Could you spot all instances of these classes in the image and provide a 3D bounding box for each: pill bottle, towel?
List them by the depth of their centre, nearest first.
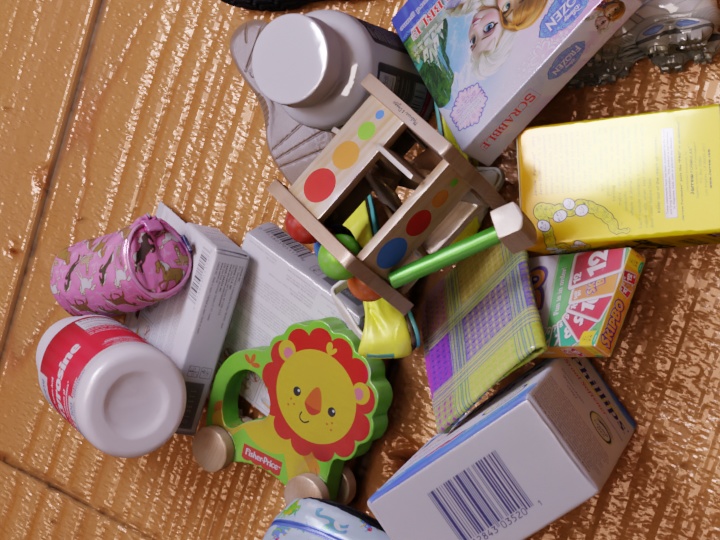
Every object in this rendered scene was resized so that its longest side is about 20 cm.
[{"bbox_3d":[0.110,0.044,1.378,0.144,0.023,0.201,-46,27,27],"label":"towel"},{"bbox_3d":[-0.016,-0.184,1.428,0.110,0.200,0.112,-2,87,28],"label":"pill bottle"},{"bbox_3d":[-0.261,0.109,1.531,0.200,0.111,0.113,22,100,60],"label":"pill bottle"}]

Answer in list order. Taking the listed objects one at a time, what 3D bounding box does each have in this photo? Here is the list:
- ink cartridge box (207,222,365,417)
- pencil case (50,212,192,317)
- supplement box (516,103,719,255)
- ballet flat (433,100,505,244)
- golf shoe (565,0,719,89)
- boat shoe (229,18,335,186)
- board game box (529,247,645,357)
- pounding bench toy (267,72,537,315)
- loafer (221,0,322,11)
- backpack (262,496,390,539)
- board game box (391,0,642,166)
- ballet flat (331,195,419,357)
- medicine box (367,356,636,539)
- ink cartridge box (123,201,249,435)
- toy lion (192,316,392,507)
[{"bbox_3d":[-0.077,0.077,1.553,0.162,0.057,0.201,36,125,24],"label":"ink cartridge box"},{"bbox_3d":[-0.254,-0.001,1.578,0.083,0.087,0.199,47,148,-19],"label":"pencil case"},{"bbox_3d":[0.250,-0.076,1.333,0.198,0.109,0.111,-5,85,28],"label":"supplement box"},{"bbox_3d":[0.104,-0.108,1.438,0.066,0.067,0.202,-4,80,14],"label":"ballet flat"},{"bbox_3d":[0.230,-0.226,1.380,0.198,0.078,0.098,-6,72,21],"label":"golf shoe"},{"bbox_3d":[-0.067,-0.162,1.541,0.073,0.063,0.202,-24,80,10],"label":"boat shoe"},{"bbox_3d":[0.165,0.032,1.356,0.199,0.030,0.096,-9,53,58],"label":"board game box"},{"bbox_3d":[0.040,-0.039,1.324,0.156,0.124,0.200,-48,54,3],"label":"pounding bench toy"},{"bbox_3d":[-0.060,-0.308,1.533,0.199,0.068,0.071,-4,79,23],"label":"loafer"},{"bbox_3d":[-0.003,0.292,1.398,0.200,0.163,0.154,41,71,11],"label":"backpack"},{"bbox_3d":[0.133,-0.232,1.360,0.200,0.041,0.200,-47,44,23],"label":"board game box"},{"bbox_3d":[0.000,0.000,1.448,0.066,0.067,0.201,-15,56,-4],"label":"ballet flat"},{"bbox_3d":[0.129,0.171,1.334,0.182,0.200,0.103,-37,87,22],"label":"medicine box"},{"bbox_3d":[-0.193,0.047,1.589,0.173,0.043,0.202,37,112,58],"label":"ink cartridge box"},{"bbox_3d":[-0.063,0.133,1.496,0.199,0.068,0.194,21,107,31],"label":"toy lion"}]
